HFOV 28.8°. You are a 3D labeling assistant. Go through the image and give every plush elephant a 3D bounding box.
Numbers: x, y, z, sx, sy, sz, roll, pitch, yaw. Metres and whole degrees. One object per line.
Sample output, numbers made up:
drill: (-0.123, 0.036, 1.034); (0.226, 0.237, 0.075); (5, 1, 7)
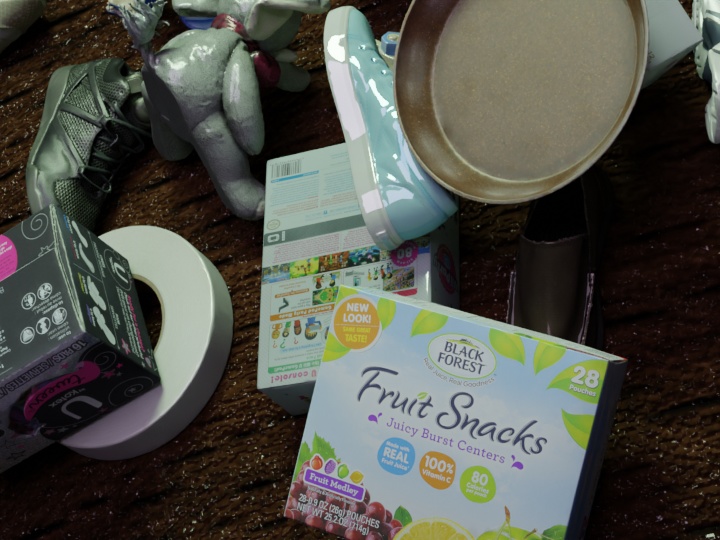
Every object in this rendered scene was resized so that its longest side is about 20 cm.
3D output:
plush elephant: (-0.105, -0.178, 1.186); (0.154, 0.201, 0.164); (-35, 39, -19)

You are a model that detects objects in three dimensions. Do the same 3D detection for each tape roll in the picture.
tape roll: (-0.201, 0.058, 1.184); (0.201, 0.037, 0.205); (-12, 62, 22)

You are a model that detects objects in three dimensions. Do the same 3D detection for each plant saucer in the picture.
plant saucer: (0.113, -0.144, 0.970); (0.198, 0.034, 0.203); (-6, 79, 33)

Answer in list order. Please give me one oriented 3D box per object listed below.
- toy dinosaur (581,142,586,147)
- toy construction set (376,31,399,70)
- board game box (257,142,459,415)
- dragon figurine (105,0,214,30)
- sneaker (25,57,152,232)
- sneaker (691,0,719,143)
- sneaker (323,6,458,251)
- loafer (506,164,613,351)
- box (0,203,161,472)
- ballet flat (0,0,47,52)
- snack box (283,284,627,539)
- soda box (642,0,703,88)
toy dinosaur: (0.147, -0.115, 1.067); (0.199, 0.060, 0.107); (1, 57, 60)
toy construction set: (0.061, -0.209, 1.109); (0.130, 0.201, 0.093); (-17, 60, -22)
board game box: (0.000, 0.000, 1.092); (0.146, 0.064, 0.202); (-10, 61, 23)
dragon figurine: (-0.144, -0.263, 1.301); (0.197, 0.100, 0.060); (6, 65, 9)
sneaker: (-0.235, -0.110, 1.262); (0.113, 0.076, 0.202); (-14, 55, 28)
sneaker: (0.311, -0.174, 1.016); (0.128, 0.080, 0.200); (0, 43, 7)
sneaker: (0.029, -0.116, 1.059); (0.081, 0.074, 0.202); (-18, 72, 13)
loafer: (0.136, 0.002, 1.015); (0.072, 0.071, 0.202); (-3, 64, 26)
box: (-0.280, 0.067, 1.129); (0.199, 0.115, 0.133); (-30, 57, 13)
ballet flat: (-0.396, -0.241, 1.432); (0.198, 0.067, 0.063); (-5, 91, 29)
snack box: (0.063, 0.115, 0.954); (0.198, 0.068, 0.171); (16, 93, 22)
soda box: (0.158, -0.224, 1.017); (0.063, 0.068, 0.201); (-29, 84, -29)
